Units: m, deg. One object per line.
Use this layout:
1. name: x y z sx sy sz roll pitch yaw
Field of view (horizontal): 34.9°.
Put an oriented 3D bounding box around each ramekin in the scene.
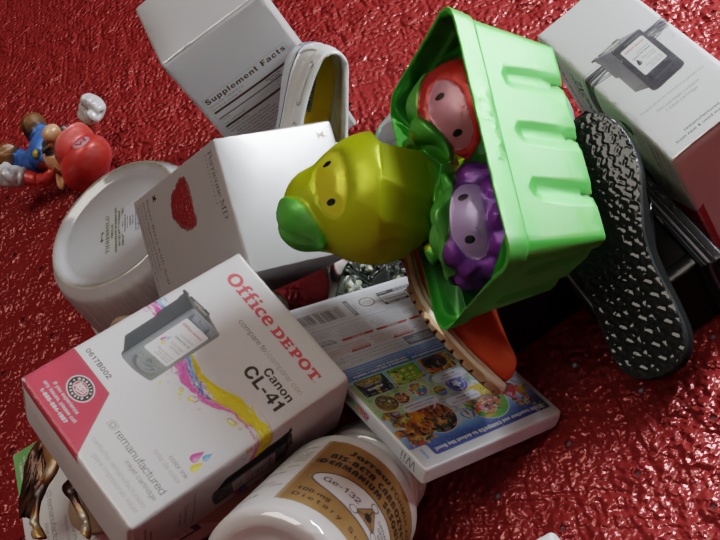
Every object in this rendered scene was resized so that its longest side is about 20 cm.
1. ramekin: -0.227 -0.022 1.197 0.200 0.105 0.200 -18 49 22

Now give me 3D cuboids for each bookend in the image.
1. bookend: 0.166 0.007 0.928 0.200 0.092 0.199 -36 46 7

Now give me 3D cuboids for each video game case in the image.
1. video game case: 0.044 0.080 0.929 0.143 0.018 0.200 -16 43 -34

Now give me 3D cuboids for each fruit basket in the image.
1. fruit basket: 0.045 -0.065 0.816 0.156 0.215 0.216 126 162 -60

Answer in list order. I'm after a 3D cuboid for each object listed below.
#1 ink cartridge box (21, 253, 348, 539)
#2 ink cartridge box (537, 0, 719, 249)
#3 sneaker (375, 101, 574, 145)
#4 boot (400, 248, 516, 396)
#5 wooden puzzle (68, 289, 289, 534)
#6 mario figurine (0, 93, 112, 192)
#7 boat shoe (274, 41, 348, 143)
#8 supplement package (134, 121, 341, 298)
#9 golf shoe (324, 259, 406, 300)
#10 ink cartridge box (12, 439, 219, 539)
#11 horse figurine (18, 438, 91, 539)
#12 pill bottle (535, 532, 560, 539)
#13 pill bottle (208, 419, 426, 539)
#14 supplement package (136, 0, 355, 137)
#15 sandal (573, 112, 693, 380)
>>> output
1. ink cartridge box: -0.132 0.101 0.871 0.200 0.086 0.148 -33 69 -25
2. ink cartridge box: 0.249 -0.128 0.937 0.083 0.145 0.200 -39 46 6
3. sneaker: 0.092 -0.098 1.057 0.200 0.078 0.140 -8 47 29
4. boot: 0.087 -0.004 0.888 0.107 0.075 0.200 -30 64 10
5. wooden puzzle: -0.150 0.122 0.977 0.185 0.037 0.200 -11 56 22
6. mario figurine: -0.380 -0.158 1.394 0.200 0.106 0.124 13 100 47
7. boat shoe: -0.039 -0.116 1.107 0.086 0.074 0.202 25 109 58
8. supplement package: -0.106 -0.043 1.041 0.200 0.120 0.122 -24 81 57
9. golf shoe: 0.000 0.000 1.070 0.088 0.077 0.200 -23 43 45
10. ink cartridge box: -0.203 0.187 1.038 0.200 0.088 0.145 -31 46 6
11. horse figurine: -0.202 0.148 0.932 0.200 0.050 0.133 -15 60 16
12. pill bottle: 0.067 0.266 0.786 0.200 0.113 0.113 -31 46 9
13. pill bottle: -0.022 0.186 0.843 0.114 0.115 0.200 -14 8 24
14. supplement package: -0.117 -0.211 1.189 0.120 0.200 0.121 -35 45 6
15. sandal: 0.189 -0.017 0.842 0.075 0.048 0.201 -19 77 26
